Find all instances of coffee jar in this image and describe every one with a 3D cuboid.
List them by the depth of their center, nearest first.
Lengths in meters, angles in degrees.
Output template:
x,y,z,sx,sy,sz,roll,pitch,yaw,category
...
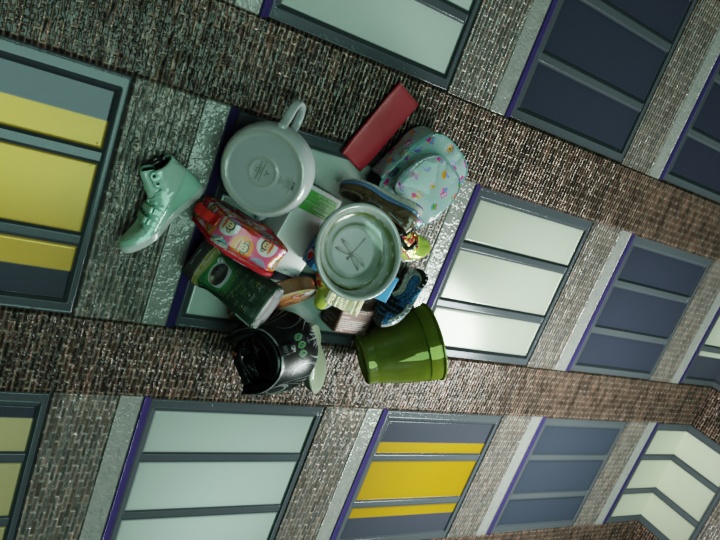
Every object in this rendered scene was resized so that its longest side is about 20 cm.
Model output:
x,y,z,sx,sy,sz,roll,pitch,yaw,category
-0.263,0.022,1.338,0.104,0.200,0.085,-53,171,-1,coffee jar

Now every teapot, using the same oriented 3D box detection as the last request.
x,y,z,sx,sy,sz,roll,pitch,yaw,category
-0.172,-0.210,1.302,0.200,0.146,0.198,-19,103,16,teapot

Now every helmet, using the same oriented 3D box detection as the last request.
x,y,z,sx,sy,sz,roll,pitch,yaw,category
-0.190,0.178,1.445,0.191,0.200,0.200,-14,128,-65,helmet

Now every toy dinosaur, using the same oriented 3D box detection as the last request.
x,y,z,sx,sy,sz,roll,pitch,yaw,category
0.076,-0.071,1.435,0.088,0.200,0.047,-7,153,-6,toy dinosaur

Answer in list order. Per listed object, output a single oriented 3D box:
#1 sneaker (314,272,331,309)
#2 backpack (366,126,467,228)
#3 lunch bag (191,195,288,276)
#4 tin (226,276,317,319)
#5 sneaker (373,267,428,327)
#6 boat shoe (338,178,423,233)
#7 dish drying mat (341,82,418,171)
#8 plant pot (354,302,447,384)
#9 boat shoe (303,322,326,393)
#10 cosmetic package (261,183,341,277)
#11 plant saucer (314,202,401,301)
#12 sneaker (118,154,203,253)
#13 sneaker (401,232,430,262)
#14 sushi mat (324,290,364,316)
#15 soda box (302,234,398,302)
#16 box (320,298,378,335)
x,y,z,sx,sy,sz,roll,pitch,yaw,category
-0.079,-0.009,1.493,0.090,0.078,0.200,13,100,-27,sneaker
0.140,-0.216,1.473,0.176,0.153,0.200,41,86,-30,backpack
-0.249,-0.077,1.285,0.176,0.200,0.082,33,94,-34,lunch bag
-0.195,0.059,1.431,0.200,0.112,0.042,-16,80,-5,tin
0.098,0.084,1.612,0.200,0.075,0.087,-43,160,-37,sneaker
0.030,-0.138,1.404,0.072,0.200,0.072,-62,154,-14,boat shoe
0.042,-0.316,1.448,0.200,0.018,0.077,-50,128,0,dish drying mat
0.092,0.200,1.639,0.193,0.200,0.201,-13,120,-11,plant pot
-0.128,0.210,1.588,0.072,0.060,0.202,-46,140,-49,boat shoe
-0.144,-0.096,1.408,0.108,0.085,0.200,23,100,-40,cosmetic package
-0.011,-0.039,1.344,0.200,0.050,0.201,-2,95,-28,plant saucer
-0.407,-0.133,1.243,0.200,0.074,0.118,-47,134,-14,sneaker
0.098,-0.074,1.541,0.200,0.090,0.078,14,67,-35,sneaker
0.000,0.000,1.472,0.096,0.012,0.200,26,93,-28,sushi mat
-0.021,-0.002,1.414,0.200,0.068,0.064,25,97,-27,soda box
-0.009,0.049,1.563,0.100,0.075,0.200,12,108,-38,box
